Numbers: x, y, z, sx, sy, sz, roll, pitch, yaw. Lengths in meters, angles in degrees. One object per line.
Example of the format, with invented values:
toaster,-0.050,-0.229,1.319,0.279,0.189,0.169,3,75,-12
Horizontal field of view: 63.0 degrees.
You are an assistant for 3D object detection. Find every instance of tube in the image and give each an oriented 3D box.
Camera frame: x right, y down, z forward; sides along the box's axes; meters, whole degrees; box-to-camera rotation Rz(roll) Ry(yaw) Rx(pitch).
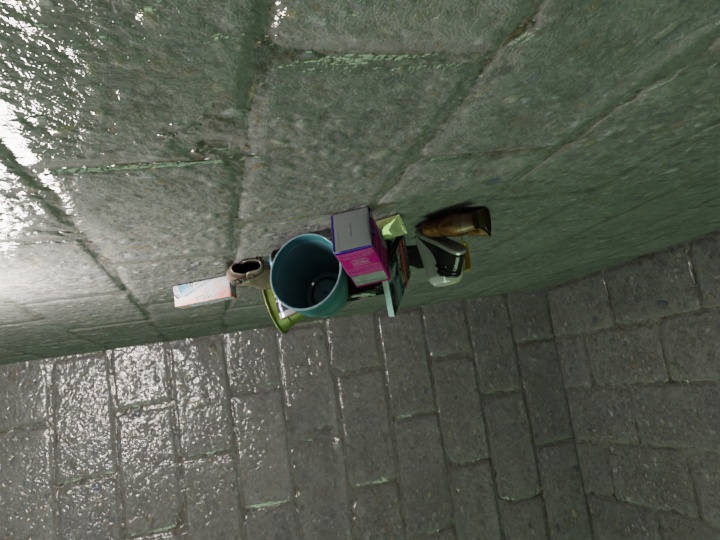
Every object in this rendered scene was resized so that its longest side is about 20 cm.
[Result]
tube,0.022,-0.096,1.536,0.193,0.054,0.058,-14,-177,18

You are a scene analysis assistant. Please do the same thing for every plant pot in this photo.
plant pot,-0.118,0.035,1.570,0.193,0.207,0.188,-11,157,11
plant pot,-0.208,0.082,1.979,0.184,0.206,0.200,-22,169,6

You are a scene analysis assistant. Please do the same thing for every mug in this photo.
mug,0.265,-0.040,1.773,0.179,0.159,0.150,-8,170,-10

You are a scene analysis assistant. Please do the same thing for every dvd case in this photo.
dvd case,0.100,0.007,1.637,0.021,0.150,0.202,0,-146,19

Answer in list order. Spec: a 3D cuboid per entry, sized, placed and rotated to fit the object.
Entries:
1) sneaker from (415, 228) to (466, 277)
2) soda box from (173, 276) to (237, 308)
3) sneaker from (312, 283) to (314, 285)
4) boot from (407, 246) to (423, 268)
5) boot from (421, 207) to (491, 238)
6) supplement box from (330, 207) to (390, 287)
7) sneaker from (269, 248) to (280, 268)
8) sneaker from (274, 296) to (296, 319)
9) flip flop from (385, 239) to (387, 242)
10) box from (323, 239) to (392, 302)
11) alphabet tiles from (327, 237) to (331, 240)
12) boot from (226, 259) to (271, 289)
sneaker,0.211,-0.046,1.619,0.069,0.103,0.199,-14,-150,-29
soda box,-0.502,0.071,1.905,0.192,0.071,0.064,-11,170,5
sneaker,-0.185,0.029,1.784,0.085,0.073,0.199,-47,-155,-10
boot,0.158,-0.048,1.946,0.194,0.077,0.075,-4,-166,-35
boot,0.265,-0.117,1.590,0.151,0.080,0.198,-7,-177,32
supplement box,0.004,-0.052,1.451,0.100,0.105,0.201,-11,153,11
sneaker,-0.187,-0.028,1.655,0.079,0.076,0.199,-9,-179,23
sneaker,-0.183,0.067,1.869,0.195,0.112,0.070,-23,176,-15
flip flop,-0.011,-0.065,1.606,0.195,0.084,0.057,-16,153,30
box,0.000,0.000,1.708,0.193,0.154,0.124,-13,169,18
alphabet tiles,-0.084,-0.071,1.701,0.161,0.008,0.200,-10,170,6
boot,-0.303,0.006,1.758,0.193,0.073,0.147,-14,164,-15
